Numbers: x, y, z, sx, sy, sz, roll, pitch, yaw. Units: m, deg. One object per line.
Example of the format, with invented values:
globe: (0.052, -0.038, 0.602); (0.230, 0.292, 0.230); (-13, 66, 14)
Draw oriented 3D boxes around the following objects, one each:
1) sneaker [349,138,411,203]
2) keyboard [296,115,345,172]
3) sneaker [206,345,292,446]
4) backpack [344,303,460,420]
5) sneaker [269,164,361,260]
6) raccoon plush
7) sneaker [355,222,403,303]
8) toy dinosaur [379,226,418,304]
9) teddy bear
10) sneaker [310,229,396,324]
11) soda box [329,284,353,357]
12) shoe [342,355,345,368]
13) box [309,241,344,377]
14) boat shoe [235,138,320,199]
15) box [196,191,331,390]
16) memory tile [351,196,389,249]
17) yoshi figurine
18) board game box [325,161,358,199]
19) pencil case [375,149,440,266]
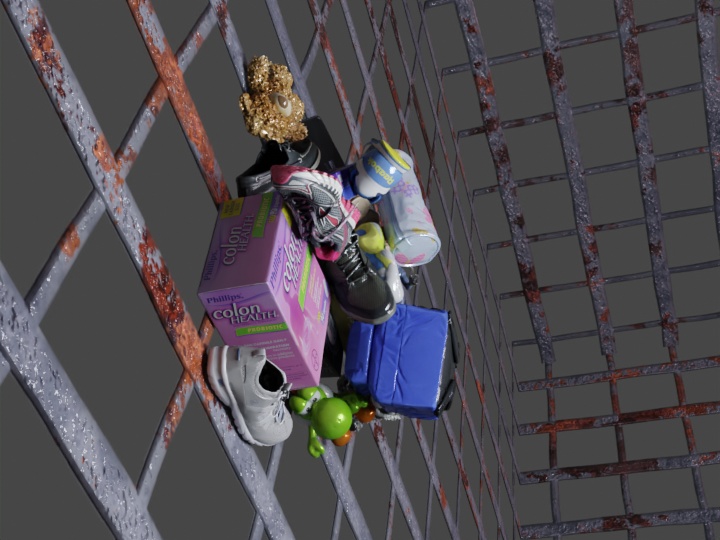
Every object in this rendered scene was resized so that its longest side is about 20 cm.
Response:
sneaker: (0.020, -0.147, 1.504); (0.074, 0.082, 0.200); (41, 2, -3)
keyboard: (-0.064, -0.160, 1.703); (0.127, 0.021, 0.200); (-30, 94, -51)
sneaker: (-0.121, 0.162, 1.272); (0.200, 0.082, 0.075); (61, 24, -52)
backpack: (0.069, 0.136, 1.522); (0.200, 0.167, 0.163); (51, 52, -73)
sneaker: (-0.057, -0.077, 1.302); (0.200, 0.080, 0.075); (43, 62, -58)
raccoon plush: (0.041, 0.206, 1.748); (0.200, 0.134, 0.097); (-48, 126, -71)
sneaker: (0.000, 0.000, 1.534); (0.200, 0.105, 0.076); (-110, -177, -62)
toy dinosaur: (0.034, 0.018, 1.704); (0.200, 0.105, 0.182); (159, -60, -85)
teddy bear: (-0.124, -0.260, 1.552); (0.200, 0.067, 0.145); (-25, 103, -75)
sneaker: (-0.021, -0.014, 1.423); (0.200, 0.076, 0.114); (59, -5, 36)
soda box: (0.005, 0.096, 1.627); (0.068, 0.064, 0.200); (-70, 150, -52)
shoe: (0.018, 0.096, 1.817); (0.200, 0.091, 0.072); (-85, 159, -44)
box: (-0.073, 0.052, 1.571); (0.200, 0.043, 0.160); (62, 29, -52)
boat shoe: (-0.122, -0.153, 1.447); (0.199, 0.074, 0.066); (-48, 128, -44)
box: (-0.120, 0.030, 1.332); (0.176, 0.096, 0.200); (-83, 158, -46)
memory tile: (-0.021, -0.031, 1.676); (0.017, 0.153, 0.200); (44, -9, 37)
yoshi figurine: (-0.039, 0.222, 1.507); (0.200, 0.112, 0.113); (38, 51, -64)
board game box: (-0.067, -0.120, 1.540); (0.200, 0.134, 0.045); (-42, 115, -72)
pencil case: (0.066, -0.103, 1.627); (0.091, 0.083, 0.200); (47, 21, -53)
